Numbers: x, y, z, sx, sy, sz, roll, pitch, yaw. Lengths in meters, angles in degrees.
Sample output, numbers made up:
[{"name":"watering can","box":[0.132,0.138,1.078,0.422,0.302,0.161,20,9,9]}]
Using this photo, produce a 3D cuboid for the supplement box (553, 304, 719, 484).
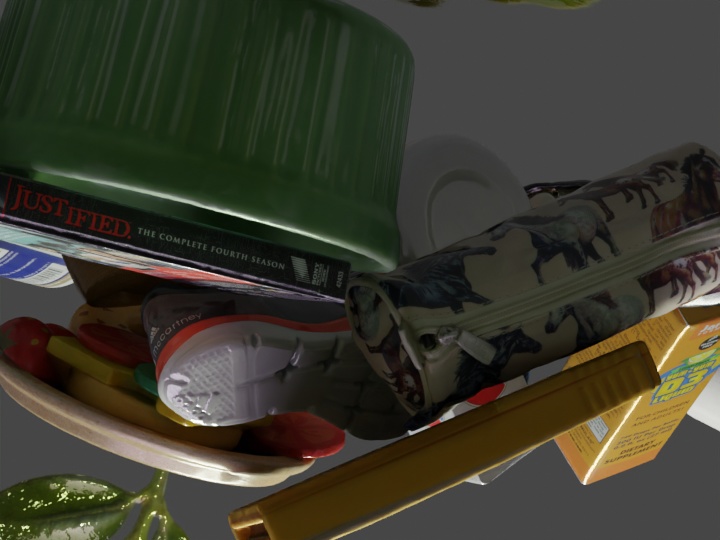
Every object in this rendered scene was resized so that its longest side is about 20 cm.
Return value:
[{"name":"supplement box","box":[0.183,0.057,1.176,0.066,0.069,0.200,-16,149,-24]}]

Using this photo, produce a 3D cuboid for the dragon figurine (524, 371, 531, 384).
[{"name":"dragon figurine","box":[0.119,0.022,1.186,0.099,0.200,0.059,-15,-122,-47]}]

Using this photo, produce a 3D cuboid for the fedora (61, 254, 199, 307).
[{"name":"fedora","box":[-0.110,-0.029,1.017,0.199,0.082,0.201,-17,167,-4]}]

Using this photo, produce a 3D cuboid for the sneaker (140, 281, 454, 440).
[{"name":"sneaker","box":[-0.023,0.031,0.936,0.199,0.077,0.082,9,-146,-38]}]

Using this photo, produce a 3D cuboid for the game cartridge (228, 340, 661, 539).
[{"name":"game cartridge","box":[0.036,0.089,0.891,0.199,0.033,0.176,-24,175,-12]}]

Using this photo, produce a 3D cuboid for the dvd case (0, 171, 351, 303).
[{"name":"dvd case","box":[-0.120,-0.018,0.784,0.199,0.022,0.146,13,176,-22]}]

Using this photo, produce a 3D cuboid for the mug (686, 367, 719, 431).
[{"name":"mug","box":[0.294,0.066,1.239,0.152,0.150,0.187,19,171,16]}]

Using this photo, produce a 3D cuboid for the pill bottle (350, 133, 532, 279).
[{"name":"pill bottle","box":[0.000,0.000,1.058,0.113,0.114,0.200,15,158,-35]}]

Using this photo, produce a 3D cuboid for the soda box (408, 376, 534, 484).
[{"name":"soda box","box":[0.047,0.036,1.183,0.064,0.201,0.068,-32,-161,-28]}]

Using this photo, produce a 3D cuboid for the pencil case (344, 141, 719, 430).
[{"name":"pencil case","box":[0.096,0.004,0.865,0.199,0.078,0.089,-22,-162,-12]}]

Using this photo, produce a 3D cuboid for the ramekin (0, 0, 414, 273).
[{"name":"ramekin","box":[-0.071,-0.069,0.795,0.199,0.098,0.200,13,175,1]}]

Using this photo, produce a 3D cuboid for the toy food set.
[{"name":"toy food set","box":[-0.108,0.065,1.007,0.197,0.049,0.200,24,-174,28]}]

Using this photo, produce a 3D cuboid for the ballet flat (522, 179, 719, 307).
[{"name":"ballet flat","box":[0.145,-0.020,1.013,0.073,0.074,0.200,15,177,-35]}]

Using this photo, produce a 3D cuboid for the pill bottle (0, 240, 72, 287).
[{"name":"pill bottle","box":[-0.288,-0.059,1.379,0.115,0.116,0.200,9,174,34]}]
